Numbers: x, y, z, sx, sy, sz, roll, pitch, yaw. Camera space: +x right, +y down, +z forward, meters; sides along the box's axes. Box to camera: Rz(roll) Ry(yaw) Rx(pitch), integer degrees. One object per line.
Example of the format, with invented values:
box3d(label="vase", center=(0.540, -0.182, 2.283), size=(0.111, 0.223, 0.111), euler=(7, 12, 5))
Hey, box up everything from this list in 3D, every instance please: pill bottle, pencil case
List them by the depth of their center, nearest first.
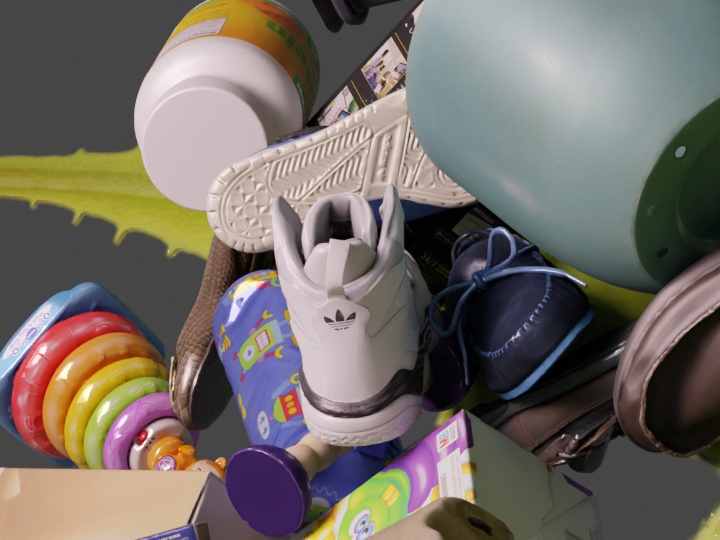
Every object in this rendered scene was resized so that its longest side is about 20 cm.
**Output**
box3d(label="pencil case", center=(-0.032, 0.075, 1.409), size=(0.087, 0.078, 0.200), euler=(-48, 31, 13))
box3d(label="pill bottle", center=(-0.089, -0.109, 1.573), size=(0.111, 0.111, 0.200), euler=(-46, 11, 18))

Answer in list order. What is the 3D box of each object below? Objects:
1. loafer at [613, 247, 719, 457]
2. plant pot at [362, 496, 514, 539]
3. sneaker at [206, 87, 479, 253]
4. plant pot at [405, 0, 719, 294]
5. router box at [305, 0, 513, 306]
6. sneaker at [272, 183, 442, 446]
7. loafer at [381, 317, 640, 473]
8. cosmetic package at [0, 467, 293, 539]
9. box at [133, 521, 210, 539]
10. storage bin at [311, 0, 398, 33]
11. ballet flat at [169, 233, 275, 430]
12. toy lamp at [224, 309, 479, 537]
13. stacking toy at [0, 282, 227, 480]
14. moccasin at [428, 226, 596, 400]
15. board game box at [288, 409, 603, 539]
box3d(label="loafer", center=(0.201, 0.019, 1.129), size=(0.200, 0.073, 0.071), euler=(-48, 30, 15))
box3d(label="plant pot", center=(0.006, 0.204, 1.056), size=(0.183, 0.200, 0.201), euler=(-38, 34, 15))
box3d(label="sneaker", center=(0.015, -0.060, 1.368), size=(0.199, 0.077, 0.111), euler=(-19, 1, 8))
box3d(label="plant pot", center=(0.147, -0.081, 1.196), size=(0.201, 0.200, 0.161), euler=(-50, 44, 11))
box3d(label="router box", center=(0.053, -0.087, 1.465), size=(0.149, 0.051, 0.200), euler=(-47, 32, 13))
box3d(label="sneaker", center=(0.000, 0.000, 1.249), size=(0.075, 0.115, 0.200), euler=(-6, 24, 6))
box3d(label="loafer", center=(0.101, 0.086, 1.243), size=(0.200, 0.063, 0.072), euler=(-31, 2, 33))
box3d(label="cosmetic package", center=(-0.144, 0.171, 1.417), size=(0.199, 0.105, 0.071), euler=(-2, 56, 38))
box3d(label="box", center=(-0.117, 0.250, 1.292), size=(0.121, 0.032, 0.201), euler=(-16, 83, 8))
box3d(label="storage bin", center=(0.042, -0.264, 1.587), size=(0.134, 0.146, 0.201), euler=(-4, 53, 21))
box3d(label="ballet flat", center=(-0.094, 0.021, 1.547), size=(0.046, 0.068, 0.201), euler=(7, 51, 12))
box3d(label="toy lamp", center=(0.006, 0.075, 1.289), size=(0.058, 0.058, 0.200), euler=(-26, 6, 41))
box3d(label="stacking toy", center=(-0.147, 0.105, 1.548), size=(0.116, 0.110, 0.200), euler=(-49, 45, -5))
box3d(label="moccasin", center=(0.071, 0.019, 1.256), size=(0.080, 0.068, 0.200), euler=(-44, 7, -1))
box3d(label="board game box", center=(0.020, 0.181, 1.209), size=(0.200, 0.103, 0.105), euler=(-39, 34, 27))
